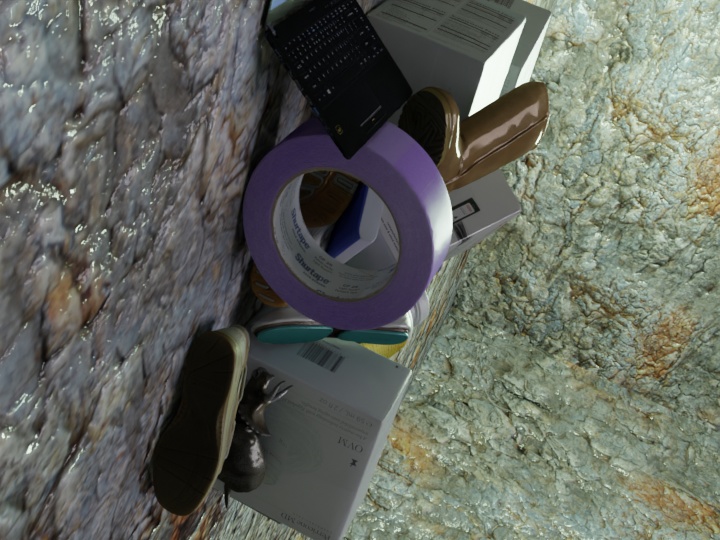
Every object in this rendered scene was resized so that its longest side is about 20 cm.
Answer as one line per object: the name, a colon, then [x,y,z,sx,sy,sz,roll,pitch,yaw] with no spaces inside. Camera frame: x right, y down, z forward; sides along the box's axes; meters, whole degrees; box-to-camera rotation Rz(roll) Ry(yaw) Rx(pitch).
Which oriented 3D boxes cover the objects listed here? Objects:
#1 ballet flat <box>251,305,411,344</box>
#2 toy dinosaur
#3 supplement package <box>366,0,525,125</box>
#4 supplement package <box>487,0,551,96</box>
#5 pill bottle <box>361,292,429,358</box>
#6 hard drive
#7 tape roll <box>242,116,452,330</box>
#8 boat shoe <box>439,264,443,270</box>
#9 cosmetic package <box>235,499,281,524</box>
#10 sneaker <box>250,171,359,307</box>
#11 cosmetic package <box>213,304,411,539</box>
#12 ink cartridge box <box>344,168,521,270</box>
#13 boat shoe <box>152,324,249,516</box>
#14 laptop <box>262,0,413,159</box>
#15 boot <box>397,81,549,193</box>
ballet flat: [-0.034,0.049,1.151,0.069,0.196,0.071,-178,-90,-65]
toy dinosaur: [-0.142,0.204,1.114,0.077,0.100,0.204,-45,146,-59]
supplement package: [0.088,-0.237,1.214,0.200,0.148,0.154,-51,162,-55]
supplement package: [0.163,-0.282,1.463,0.202,0.149,0.152,102,15,-49]
pill bottle: [0.000,0.080,1.379,0.199,0.112,0.114,-33,153,-33]
hard drive: [-0.013,-0.072,1.140,0.200,0.025,0.135,146,-41,-67]
tape roll: [-0.013,-0.046,0.972,0.066,0.197,0.203,-49,161,-54]
boat shoe: [0.034,-0.049,1.387,0.069,0.200,0.072,-21,133,-21]
cosmetic package: [-0.107,0.245,1.423,0.201,0.105,0.091,-57,168,-51]
sneaker: [-0.059,-0.060,1.104,0.202,0.075,0.088,-59,178,12]
cosmetic package: [-0.071,0.183,1.194,0.123,0.196,0.203,-49,161,-59]
ink cartridge box: [0.077,-0.049,1.233,0.198,0.085,0.146,-26,174,-30]
boat shoe: [-0.159,0.155,1.039,0.063,0.072,0.205,-20,126,-70]
laptop: [-0.001,-0.233,0.881,0.102,0.202,0.178,-26,-166,34]
boot: [0.127,-0.159,1.080,0.198,0.066,0.176,-31,156,-28]
